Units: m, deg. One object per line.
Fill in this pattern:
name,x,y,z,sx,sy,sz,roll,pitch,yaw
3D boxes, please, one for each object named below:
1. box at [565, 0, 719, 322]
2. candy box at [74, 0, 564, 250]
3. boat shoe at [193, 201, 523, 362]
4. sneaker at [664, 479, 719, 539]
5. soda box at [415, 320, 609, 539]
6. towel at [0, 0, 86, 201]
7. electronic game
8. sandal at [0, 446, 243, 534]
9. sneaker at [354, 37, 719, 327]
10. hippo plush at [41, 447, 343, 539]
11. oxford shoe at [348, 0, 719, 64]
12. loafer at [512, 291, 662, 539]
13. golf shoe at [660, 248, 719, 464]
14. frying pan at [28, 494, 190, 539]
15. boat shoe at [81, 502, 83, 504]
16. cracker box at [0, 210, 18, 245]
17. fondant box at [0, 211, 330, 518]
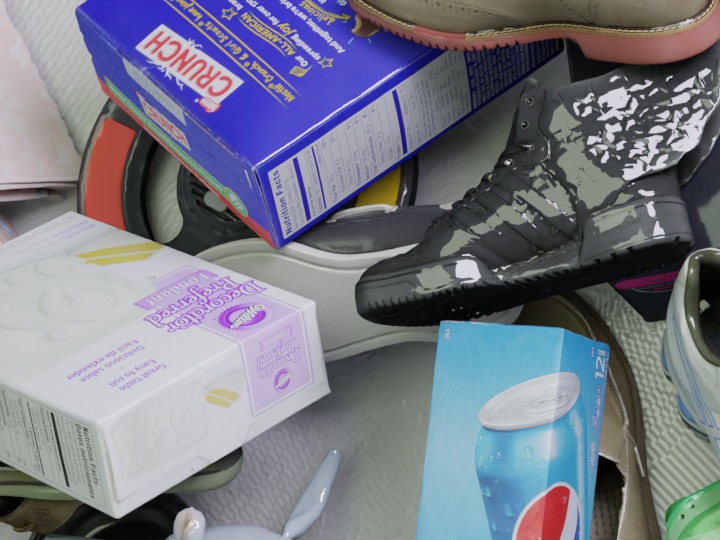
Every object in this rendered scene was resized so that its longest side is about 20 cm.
box,0.176,-0.090,1.287,0.122,0.106,0.200,-12,72,17
candy box,-0.021,-0.128,1.336,0.200,0.077,0.169,-34,53,-17
boat shoe,0.000,0.000,1.317,0.200,0.060,0.074,-7,116,28
sneaker,0.179,0.155,1.238,0.084,0.074,0.200,26,73,28
soda box,0.069,0.127,1.216,0.068,0.064,0.200,3,83,27
towel,-0.267,-0.118,1.417,0.032,0.191,0.200,-46,61,37
electronic game,-0.064,-0.049,1.395,0.200,0.042,0.200,-5,74,18
sandal,-0.157,0.108,1.291,0.201,0.080,0.057,1,117,17
sneaker,0.088,-0.043,1.220,0.200,0.060,0.104,-14,73,12
hippo plush,-0.082,0.195,1.247,0.200,0.161,0.160,-16,90,-2
oxford shoe,0.080,-0.151,1.225,0.200,0.075,0.070,6,40,28
loafer,0.108,0.091,1.280,0.076,0.067,0.200,-23,69,12
golf shoe,0.195,0.075,1.176,0.078,0.097,0.200,-28,54,-6
frying pan,-0.143,0.137,1.375,0.115,0.031,0.190,-26,64,8
boat shoe,-0.158,0.085,1.364,0.200,0.073,0.063,-10,27,21
cracker box,-0.280,-0.018,1.455,0.134,0.058,0.200,-38,67,5
fondant box,-0.136,0.042,1.287,0.144,0.058,0.200,-29,35,-36
